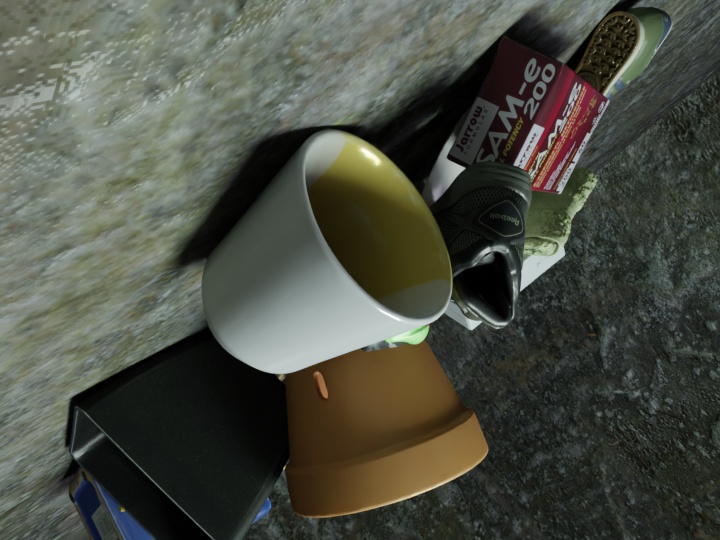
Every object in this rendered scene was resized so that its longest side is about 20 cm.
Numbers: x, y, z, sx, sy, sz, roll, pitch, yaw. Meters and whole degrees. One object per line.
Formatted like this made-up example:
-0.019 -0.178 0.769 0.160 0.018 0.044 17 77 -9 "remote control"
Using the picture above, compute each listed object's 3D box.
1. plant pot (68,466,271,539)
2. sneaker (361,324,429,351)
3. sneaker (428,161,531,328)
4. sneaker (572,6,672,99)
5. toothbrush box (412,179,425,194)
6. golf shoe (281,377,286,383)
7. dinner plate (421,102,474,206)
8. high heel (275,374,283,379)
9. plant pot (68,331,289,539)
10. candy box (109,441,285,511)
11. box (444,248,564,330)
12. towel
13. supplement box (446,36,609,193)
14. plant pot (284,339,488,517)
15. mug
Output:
-0.269 0.297 0.940 0.180 0.200 0.200 -22 164 -40 "plant pot"
-0.020 0.018 0.648 0.084 0.077 0.200 -19 -157 -26 "sneaker"
0.080 0.001 0.594 0.199 0.076 0.114 131 -29 -65 "sneaker"
0.276 -0.218 0.796 0.090 0.067 0.200 -26 164 -29 "sneaker"
0.000 0.000 0.797 0.200 0.085 0.146 -45 169 36 "toothbrush box"
-0.014 0.116 0.833 0.200 0.078 0.097 -38 178 17 "golf shoe"
0.116 -0.086 0.712 0.200 0.024 0.200 -43 148 -35 "dinner plate"
-0.088 0.083 0.927 0.142 0.071 0.200 -39 180 6 "high heel"
-0.174 0.184 0.763 0.177 0.200 0.200 -44 176 -35 "plant pot"
-0.200 0.218 0.859 0.200 0.102 0.026 -10 165 -16 "candy box"
0.127 -0.024 0.881 0.156 0.200 0.041 -36 129 -15 "box"
0.171 -0.073 0.846 0.200 0.037 0.148 3 -136 41 "towel"
0.161 -0.133 0.645 0.200 0.061 0.109 -8 126 -60 "supplement box"
0.009 0.138 0.692 0.200 0.140 0.200 -18 176 -1 "plant pot"
-0.026 0.004 0.528 0.153 0.150 0.186 -33 155 33 "mug"
